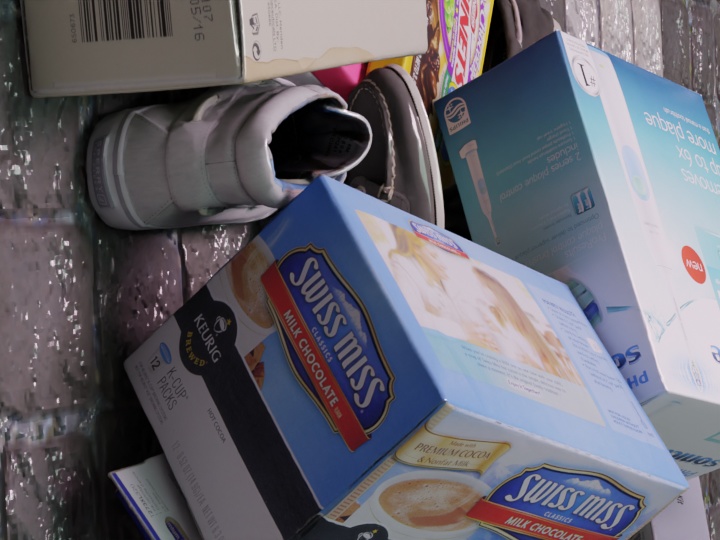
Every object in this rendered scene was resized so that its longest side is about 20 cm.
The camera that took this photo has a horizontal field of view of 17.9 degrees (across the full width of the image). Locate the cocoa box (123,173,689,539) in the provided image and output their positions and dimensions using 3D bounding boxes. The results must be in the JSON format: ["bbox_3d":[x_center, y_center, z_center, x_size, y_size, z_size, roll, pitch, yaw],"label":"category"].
[{"bbox_3d":[0.024,0.068,1.009,0.200,0.131,0.134,22,32,-49],"label":"cocoa box"}]

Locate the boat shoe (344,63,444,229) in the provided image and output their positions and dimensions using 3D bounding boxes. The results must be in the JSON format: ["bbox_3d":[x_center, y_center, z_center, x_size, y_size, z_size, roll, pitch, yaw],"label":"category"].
[{"bbox_3d":[0.000,0.000,1.118,0.057,0.067,0.201,-12,116,-28],"label":"boat shoe"}]

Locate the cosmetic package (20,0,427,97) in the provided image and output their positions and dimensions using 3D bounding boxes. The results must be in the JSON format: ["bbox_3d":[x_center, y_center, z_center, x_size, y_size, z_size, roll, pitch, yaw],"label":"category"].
[{"bbox_3d":[-0.054,-0.120,0.992,0.200,0.103,0.073,-18,105,-65],"label":"cosmetic package"}]

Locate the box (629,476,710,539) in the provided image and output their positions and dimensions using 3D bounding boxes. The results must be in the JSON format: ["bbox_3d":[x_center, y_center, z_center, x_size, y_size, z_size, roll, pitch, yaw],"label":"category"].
[{"bbox_3d":[0.122,0.192,1.252,0.200,0.041,0.156,-57,-160,33],"label":"box"}]

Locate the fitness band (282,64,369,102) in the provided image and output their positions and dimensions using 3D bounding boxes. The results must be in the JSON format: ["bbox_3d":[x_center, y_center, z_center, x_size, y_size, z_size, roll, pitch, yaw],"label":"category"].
[{"bbox_3d":[-0.004,-0.154,1.194,0.200,0.037,0.144,34,57,-63],"label":"fitness band"}]

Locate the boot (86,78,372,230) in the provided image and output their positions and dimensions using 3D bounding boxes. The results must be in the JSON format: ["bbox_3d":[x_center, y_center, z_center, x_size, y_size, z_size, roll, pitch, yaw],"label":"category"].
[{"bbox_3d":[-0.036,-0.053,1.034,0.200,0.095,0.074,-27,113,-65],"label":"boot"}]

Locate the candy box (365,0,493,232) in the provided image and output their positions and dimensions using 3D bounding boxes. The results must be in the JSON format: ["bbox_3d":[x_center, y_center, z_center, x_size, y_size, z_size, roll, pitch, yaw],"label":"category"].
[{"bbox_3d":[0.040,-0.129,1.220,0.102,0.026,0.200,62,32,-51],"label":"candy box"}]

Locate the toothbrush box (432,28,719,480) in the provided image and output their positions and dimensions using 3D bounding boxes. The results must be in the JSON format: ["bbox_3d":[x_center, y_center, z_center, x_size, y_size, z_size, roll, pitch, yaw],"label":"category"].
[{"bbox_3d":[0.133,-0.003,1.166,0.146,0.085,0.200,17,53,-49],"label":"toothbrush box"}]

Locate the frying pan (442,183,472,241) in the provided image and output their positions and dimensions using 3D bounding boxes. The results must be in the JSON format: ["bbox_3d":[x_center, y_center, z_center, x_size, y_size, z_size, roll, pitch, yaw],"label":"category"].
[{"bbox_3d":[0.093,0.027,1.192,0.190,0.031,0.115,31,50,-34],"label":"frying pan"}]

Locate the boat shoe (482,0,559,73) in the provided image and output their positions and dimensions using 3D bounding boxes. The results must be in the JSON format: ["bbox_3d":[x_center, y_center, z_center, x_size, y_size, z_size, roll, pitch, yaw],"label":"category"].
[{"bbox_3d":[0.068,-0.084,1.289,0.057,0.067,0.200,39,45,-30],"label":"boat shoe"}]

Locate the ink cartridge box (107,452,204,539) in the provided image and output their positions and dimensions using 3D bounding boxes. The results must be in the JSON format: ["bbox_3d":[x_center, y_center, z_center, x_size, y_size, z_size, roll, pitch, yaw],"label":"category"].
[{"bbox_3d":[-0.047,0.120,1.015,0.095,0.037,0.200,55,19,10],"label":"ink cartridge box"}]
